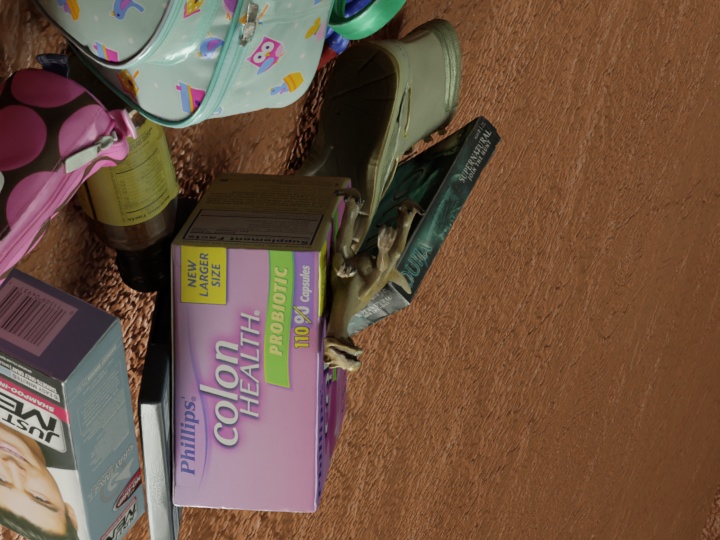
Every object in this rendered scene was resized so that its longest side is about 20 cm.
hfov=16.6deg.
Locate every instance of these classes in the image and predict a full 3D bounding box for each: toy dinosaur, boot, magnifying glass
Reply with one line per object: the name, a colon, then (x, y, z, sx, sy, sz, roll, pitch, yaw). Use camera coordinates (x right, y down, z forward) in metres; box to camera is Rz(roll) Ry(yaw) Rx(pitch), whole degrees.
toy dinosaur: (0.000, 0.000, 1.595, 0.200, 0.058, 0.101, -56, 163, -69)
boot: (0.011, -0.090, 1.869, 0.155, 0.072, 0.201, -33, 145, -62)
magnifying glass: (-0.018, -0.189, 1.547, 0.022, 0.200, 0.080, 31, 86, -26)

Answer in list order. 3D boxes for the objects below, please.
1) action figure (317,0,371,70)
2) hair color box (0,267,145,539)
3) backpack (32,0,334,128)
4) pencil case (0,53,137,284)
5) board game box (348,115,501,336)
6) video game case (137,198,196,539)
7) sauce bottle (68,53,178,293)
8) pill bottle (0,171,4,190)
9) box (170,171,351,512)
action figure: (-0.008, -0.224, 1.693, 0.200, 0.099, 0.065, -42, 162, 2)
hair color box: (-0.195, 0.091, 1.515, 0.061, 0.099, 0.200, -52, 156, -33)
backpack: (-0.097, -0.179, 1.350, 0.153, 0.176, 0.201, -25, 139, -36)
pencil case: (-0.209, -0.021, 1.360, 0.200, 0.093, 0.091, -56, 143, -24)
board game box: (0.023, -0.025, 1.878, 0.135, 0.028, 0.200, -30, -158, 44)
video game case: (-0.124, 0.070, 1.642, 0.200, 0.019, 0.143, -86, 176, -49)
sauce bottle: (-0.146, -0.056, 1.525, 0.066, 0.066, 0.200, -55, 160, -25)
pill bottle: (-0.269, 0.016, 1.224, 0.201, 0.113, 0.114, -63, 160, -4)
box: (-0.063, 0.042, 1.642, 0.200, 0.096, 0.177, -68, 160, -74)
